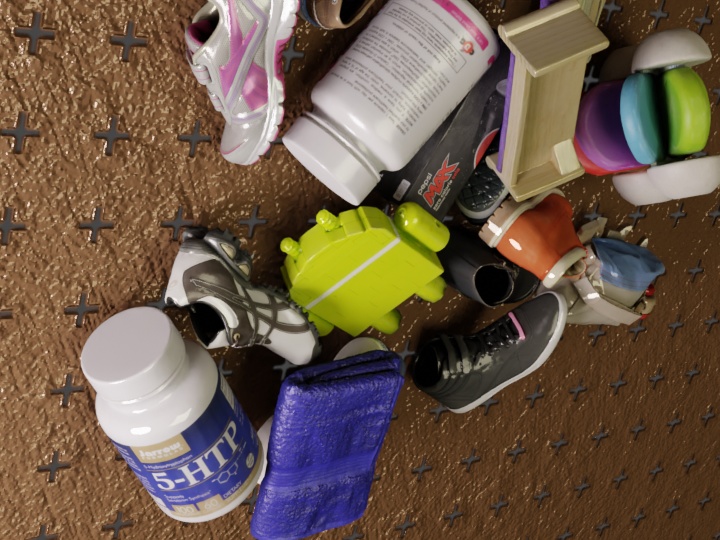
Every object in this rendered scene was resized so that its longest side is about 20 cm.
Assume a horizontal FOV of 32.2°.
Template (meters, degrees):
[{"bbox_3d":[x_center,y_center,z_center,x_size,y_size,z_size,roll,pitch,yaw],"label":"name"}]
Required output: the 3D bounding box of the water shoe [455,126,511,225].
[{"bbox_3d":[0.165,-0.139,1.342,0.200,0.071,0.079,-52,165,-7],"label":"water shoe"}]

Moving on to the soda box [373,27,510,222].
[{"bbox_3d":[0.093,-0.149,1.264,0.071,0.063,0.201,26,97,-45],"label":"soda box"}]

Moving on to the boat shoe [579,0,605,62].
[{"bbox_3d":[0.229,-0.268,1.279,0.063,0.073,0.202,10,95,-19],"label":"boat shoe"}]

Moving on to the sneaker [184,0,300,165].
[{"bbox_3d":[-0.109,-0.182,1.071,0.088,0.082,0.201,1,125,-14],"label":"sneaker"}]

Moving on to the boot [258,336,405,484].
[{"bbox_3d":[-0.031,0.160,1.346,0.200,0.073,0.090,-44,155,5],"label":"boot"}]

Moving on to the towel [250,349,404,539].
[{"bbox_3d":[-0.030,0.182,1.262,0.147,0.049,0.201,-13,127,-38],"label":"towel"}]

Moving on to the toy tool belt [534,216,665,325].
[{"bbox_3d":[0.305,-0.002,1.489,0.199,0.125,0.123,2,122,-41],"label":"toy tool belt"}]

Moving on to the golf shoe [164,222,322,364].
[{"bbox_3d":[-0.116,0.046,1.185,0.200,0.077,0.095,47,59,-36],"label":"golf shoe"}]

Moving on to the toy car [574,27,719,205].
[{"bbox_3d":[0.293,-0.158,1.342,0.149,0.200,0.176,-8,91,-13],"label":"toy car"}]

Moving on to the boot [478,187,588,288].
[{"bbox_3d":[0.207,-0.033,1.365,0.075,0.107,0.200,-56,166,24],"label":"boot"}]

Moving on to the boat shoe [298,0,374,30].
[{"bbox_3d":[0.024,-0.296,1.110,0.072,0.072,0.201,29,95,-46],"label":"boat shoe"}]

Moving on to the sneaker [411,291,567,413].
[{"bbox_3d":[0.140,0.087,1.406,0.099,0.071,0.200,21,126,-44],"label":"sneaker"}]

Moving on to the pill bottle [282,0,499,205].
[{"bbox_3d":[0.026,-0.166,1.162,0.200,0.113,0.113,-49,136,-5],"label":"pill bottle"}]

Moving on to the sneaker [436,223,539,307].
[{"bbox_3d":[0.151,0.014,1.378,0.199,0.106,0.075,16,104,-44],"label":"sneaker"}]

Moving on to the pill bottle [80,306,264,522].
[{"bbox_3d":[-0.178,0.133,1.168,0.120,0.120,0.201,-38,133,-15],"label":"pill bottle"}]

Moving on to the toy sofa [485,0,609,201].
[{"bbox_3d":[0.167,-0.169,1.198,0.082,0.098,0.200,-24,149,-14],"label":"toy sofa"}]

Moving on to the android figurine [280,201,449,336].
[{"bbox_3d":[0.000,0.000,1.249,0.182,0.041,0.200,-38,140,18],"label":"android figurine"}]
